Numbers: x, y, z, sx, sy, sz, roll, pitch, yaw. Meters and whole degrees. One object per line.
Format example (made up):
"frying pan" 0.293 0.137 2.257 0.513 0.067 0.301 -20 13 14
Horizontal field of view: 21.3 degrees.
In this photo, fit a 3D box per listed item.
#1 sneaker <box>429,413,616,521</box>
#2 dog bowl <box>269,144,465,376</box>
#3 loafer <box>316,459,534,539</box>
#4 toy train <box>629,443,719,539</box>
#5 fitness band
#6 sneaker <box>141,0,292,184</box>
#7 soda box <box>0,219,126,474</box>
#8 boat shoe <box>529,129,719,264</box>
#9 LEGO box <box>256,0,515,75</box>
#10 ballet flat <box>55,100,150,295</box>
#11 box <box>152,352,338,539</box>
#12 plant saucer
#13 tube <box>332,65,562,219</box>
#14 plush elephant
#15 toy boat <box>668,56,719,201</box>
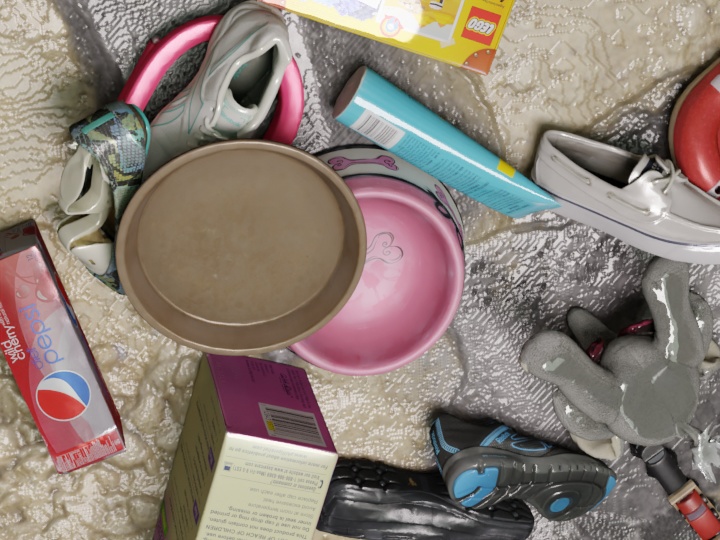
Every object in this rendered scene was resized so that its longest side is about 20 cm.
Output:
"sneaker" 0.148 0.169 1.704 0.199 0.082 0.073 16 122 -39
"dog bowl" 0.000 0.000 1.615 0.199 0.074 0.201 -3 109 -10
"loafer" 0.056 0.218 1.711 0.200 0.068 0.071 10 119 -12
"toy train" 0.314 0.224 1.773 0.034 0.046 0.200 -38 112 4
"fitness band" -0.131 -0.114 1.570 0.143 0.037 0.201 24 104 -21
"sneaker" -0.117 -0.117 1.509 0.070 0.080 0.201 24 104 -23
"soda box" -0.260 0.065 1.586 0.063 0.070 0.201 -21 112 -4
"boat shoe" 0.237 -0.066 1.597 0.199 0.072 0.066 23 132 23
"LEGO box" 0.028 -0.260 1.524 0.199 0.077 0.150 15 105 -16
"ballet flat" -0.211 -0.050 1.524 0.074 0.074 0.201 -1 134 -11
"box" -0.102 0.197 1.609 0.096 0.176 0.201 13 106 -15
"plant saucer" -0.094 -0.021 1.517 0.199 0.030 0.201 -4 123 -7
"tube" 0.071 -0.097 1.598 0.200 0.077 0.051 32 77 -16
"plush elephant" 0.233 0.086 1.661 0.165 0.155 0.200 -39 105 -6
"toy boat" 0.359 -0.127 1.610 0.200 0.131 0.131 -42 111 5
